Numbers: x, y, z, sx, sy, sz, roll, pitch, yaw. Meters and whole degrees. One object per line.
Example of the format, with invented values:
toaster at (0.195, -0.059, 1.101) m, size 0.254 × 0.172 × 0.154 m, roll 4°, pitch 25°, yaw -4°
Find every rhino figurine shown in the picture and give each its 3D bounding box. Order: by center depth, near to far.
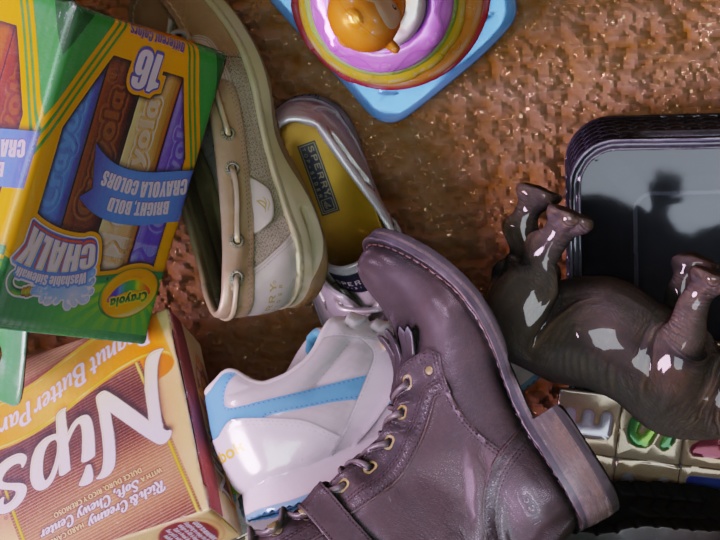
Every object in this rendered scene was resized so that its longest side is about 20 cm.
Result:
rhino figurine at (0.150, 0.035, 0.856) m, size 0.199 × 0.060 × 0.088 m, roll 25°, pitch 103°, yaw 12°

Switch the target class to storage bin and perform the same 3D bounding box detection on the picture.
storage bin at (0.179, 0.021, 0.938) m, size 0.135 × 0.094 × 0.201 m, roll -1°, pitch 101°, yaw 6°

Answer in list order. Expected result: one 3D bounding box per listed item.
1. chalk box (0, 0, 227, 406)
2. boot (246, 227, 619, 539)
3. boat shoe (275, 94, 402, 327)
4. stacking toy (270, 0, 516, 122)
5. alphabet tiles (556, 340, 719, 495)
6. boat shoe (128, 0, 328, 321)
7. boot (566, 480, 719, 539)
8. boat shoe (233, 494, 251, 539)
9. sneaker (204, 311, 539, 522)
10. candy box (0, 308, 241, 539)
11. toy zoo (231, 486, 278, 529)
chalk box at (-0.172, -0.037, 0.872) m, size 0.124 × 0.124 × 0.201 m, roll 18°, pitch 93°, yaw 32°
boot at (0.005, 0.093, 0.823) m, size 0.174 × 0.069 × 0.200 m, roll -34°, pitch 66°, yaw -7°
boat shoe at (0.000, 0.000, 0.961) m, size 0.071 × 0.070 × 0.201 m, roll -20°, pitch 99°, yaw 9°
stacking toy at (0.009, -0.134, 0.865) m, size 0.110 × 0.200 × 0.116 m, roll -41°, pitch 95°, yaw 12°
alphabet tiles at (0.178, 0.134, 0.912) m, size 0.166 × 0.008 × 0.201 m, roll 7°, pitch 103°, yaw 4°
boat shoe at (-0.083, -0.069, 0.923) m, size 0.073 × 0.063 × 0.201 m, roll -38°, pitch 70°, yaw 52°
boot at (0.092, 0.179, 0.892) m, size 0.199 × 0.077 × 0.139 m, roll 5°, pitch 108°, yaw 6°
boat shoe at (-0.117, 0.197, 1.014) m, size 0.069 × 0.074 × 0.200 m, roll 45°, pitch 102°, yaw 1°
sneaker at (0.016, 0.055, 0.908) m, size 0.199 × 0.077 × 0.081 m, roll -22°, pitch 83°, yaw -24°
candy box at (-0.172, 0.110, 0.916) m, size 0.199 × 0.055 × 0.116 m, roll -19°, pitch 63°, yaw 6°
toy zoo at (-0.022, 0.162, 0.983) m, size 0.131 × 0.020 × 0.201 m, roll -2°, pitch 115°, yaw -18°
